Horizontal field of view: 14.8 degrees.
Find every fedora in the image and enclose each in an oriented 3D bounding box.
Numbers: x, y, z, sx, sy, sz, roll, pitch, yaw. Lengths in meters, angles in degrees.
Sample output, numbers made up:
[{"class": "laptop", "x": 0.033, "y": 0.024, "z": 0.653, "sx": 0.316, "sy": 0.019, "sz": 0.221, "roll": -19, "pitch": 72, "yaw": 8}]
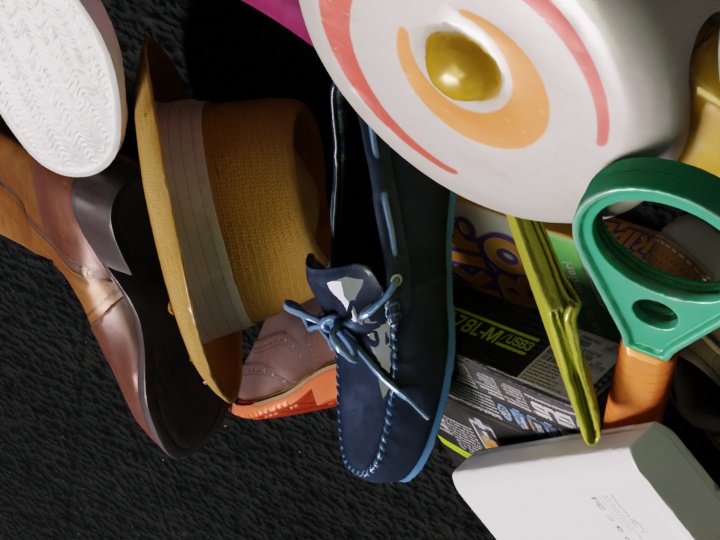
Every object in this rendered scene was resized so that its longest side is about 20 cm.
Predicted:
[{"class": "fedora", "x": -0.055, "y": -0.031, "z": 1.375, "sx": 0.081, "sy": 0.201, "sz": 0.201, "roll": -11, "pitch": 132, "yaw": 4}]

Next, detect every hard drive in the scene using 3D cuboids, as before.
[{"class": "hard drive", "x": 0.124, "y": 0.130, "z": 1.241, "sx": 0.132, "sy": 0.026, "sz": 0.200, "roll": 51, "pitch": 161, "yaw": -7}]

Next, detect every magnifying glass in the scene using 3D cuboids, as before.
[{"class": "magnifying glass", "x": 0.120, "y": 0.018, "z": 1.126, "sx": 0.079, "sy": 0.022, "sz": 0.200, "roll": 20, "pitch": 152, "yaw": 10}]

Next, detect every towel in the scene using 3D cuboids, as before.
[{"class": "towel", "x": 0.075, "y": -0.021, "z": 1.219, "sx": 0.018, "sy": 0.201, "sz": 0.086, "roll": -18, "pitch": 132, "yaw": 3}]

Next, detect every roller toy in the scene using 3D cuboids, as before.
[{"class": "roller toy", "x": 0.073, "y": -0.116, "z": 1.114, "sx": 0.182, "sy": 0.140, "sz": 0.200, "roll": -8, "pitch": 124, "yaw": 51}]

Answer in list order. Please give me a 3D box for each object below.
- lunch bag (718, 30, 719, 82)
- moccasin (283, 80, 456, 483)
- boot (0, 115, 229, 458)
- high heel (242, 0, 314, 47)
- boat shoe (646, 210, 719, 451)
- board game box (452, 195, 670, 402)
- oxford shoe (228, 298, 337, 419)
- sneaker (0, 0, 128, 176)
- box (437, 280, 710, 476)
[{"class": "lunch bag", "x": 0.222, "y": -0.114, "z": 0.932, "sx": 0.139, "sy": 0.168, "sz": 0.200, "roll": 48, "pitch": 148, "yaw": -10}, {"class": "moccasin", "x": 0.000, "y": 0.000, "z": 1.307, "sx": 0.080, "sy": 0.068, "sz": 0.202, "roll": 3, "pitch": 92, "yaw": 54}, {"class": "boot", "x": -0.163, "y": -0.001, "z": 1.539, "sx": 0.199, "sy": 0.068, "sz": 0.189, "roll": 23, "pitch": 144, "yaw": 46}, {"class": "high heel", "x": -0.036, "y": -0.129, "z": 1.277, "sx": 0.199, "sy": 0.067, "sz": 0.096, "roll": 10, "pitch": 131, "yaw": 38}, {"class": "boat shoe", "x": 0.170, "y": 0.044, "z": 1.238, "sx": 0.075, "sy": 0.068, "sz": 0.200, "roll": 38, "pitch": 168, "yaw": 45}, {"class": "board game box", "x": 0.090, "y": 0.003, "z": 1.349, "sx": 0.199, "sy": 0.030, "sz": 0.096, "roll": 22, "pitch": 144, "yaw": 32}, {"class": "oxford shoe", "x": -0.022, "y": 0.037, "z": 1.491, "sx": 0.200, "sy": 0.071, "sz": 0.073, "roll": -19, "pitch": 82, "yaw": 61}, {"class": "sneaker", "x": -0.145, "y": -0.155, "z": 1.327, "sx": 0.073, "sy": 0.116, "sz": 0.201, "roll": -5, "pitch": 121, "yaw": 20}, {"class": "box", "x": 0.107, "y": 0.101, "z": 1.341, "sx": 0.194, "sy": 0.047, "sz": 0.200, "roll": 56, "pitch": 163, "yaw": -26}]
